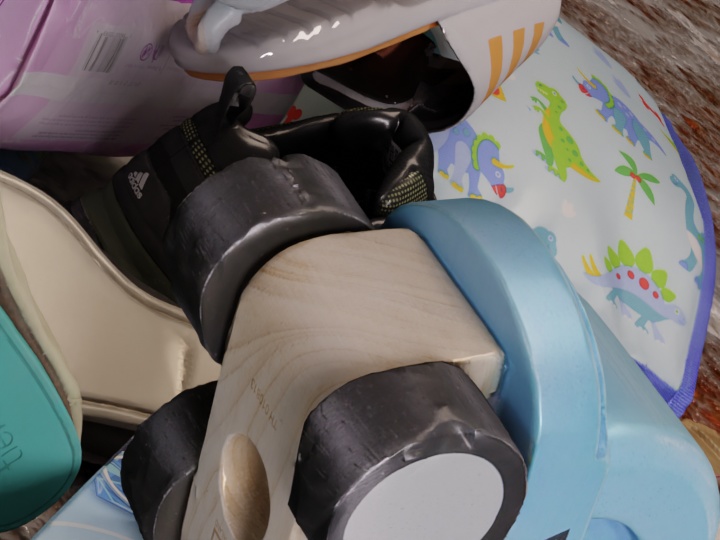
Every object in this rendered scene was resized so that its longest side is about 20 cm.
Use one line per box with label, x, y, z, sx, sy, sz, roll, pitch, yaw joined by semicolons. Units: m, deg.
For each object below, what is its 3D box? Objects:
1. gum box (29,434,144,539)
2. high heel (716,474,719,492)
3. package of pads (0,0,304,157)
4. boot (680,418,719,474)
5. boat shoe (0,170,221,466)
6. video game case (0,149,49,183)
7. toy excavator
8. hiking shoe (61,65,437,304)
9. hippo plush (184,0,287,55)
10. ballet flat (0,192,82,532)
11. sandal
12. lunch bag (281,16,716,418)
gum box;-0.026;0.133;0.560;0.170;0.045;0.200;41;16;1
high heel;0.047;0.068;0.715;0.200;0.096;0.067;32;1;-45
package of pads;-0.102;-0.097;0.831;0.120;0.076;0.200;44;18;17
boot;0.150;0.135;0.900;0.200;0.066;0.175;54;9;33
boat shoe;-0.079;0.028;0.709;0.199;0.057;0.067;27;53;-27
video game case;-0.186;-0.094;0.811;0.200;0.022;0.182;38;18;-9
toy excavator;0.048;0.070;0.603;0.199;0.195;0.100;-4;38;-26
hiking shoe;0.000;0.000;0.804;0.200;0.101;0.076;21;35;-49
hippo plush;-0.047;-0.141;0.763;0.199;0.159;0.161;20;55;-16
ballet flat;-0.115;-0.014;0.573;0.070;0.069;0.201;55;-17;40
sandal;0.004;-0.074;0.840;0.079;0.060;0.206;10;21;32
lunch bag;0.048;-0.032;0.974;0.170;0.128;0.200;34;17;-20
